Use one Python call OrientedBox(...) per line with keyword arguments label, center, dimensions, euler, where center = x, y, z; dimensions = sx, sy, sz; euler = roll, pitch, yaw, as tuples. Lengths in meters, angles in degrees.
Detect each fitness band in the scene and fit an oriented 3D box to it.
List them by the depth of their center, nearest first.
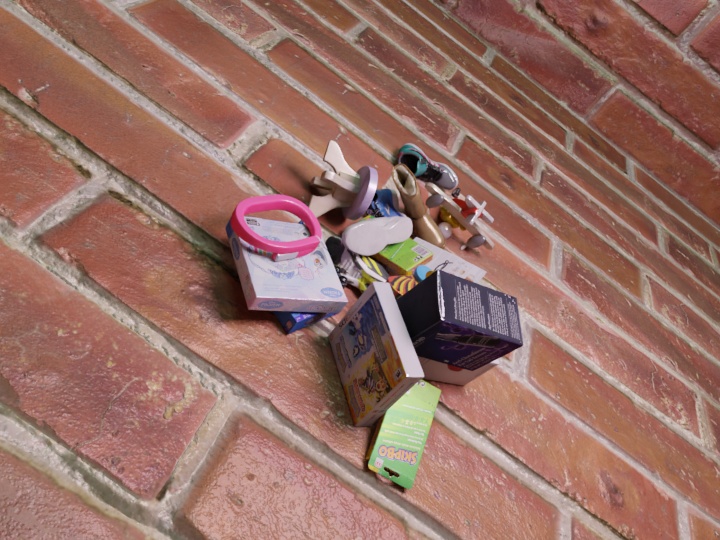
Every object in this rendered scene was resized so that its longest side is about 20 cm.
OrientedBox(label="fitness band", center=(-0.158, -0.088, 1.224), dimensions=(0.199, 0.037, 0.144), euler=(-15, 60, -49))

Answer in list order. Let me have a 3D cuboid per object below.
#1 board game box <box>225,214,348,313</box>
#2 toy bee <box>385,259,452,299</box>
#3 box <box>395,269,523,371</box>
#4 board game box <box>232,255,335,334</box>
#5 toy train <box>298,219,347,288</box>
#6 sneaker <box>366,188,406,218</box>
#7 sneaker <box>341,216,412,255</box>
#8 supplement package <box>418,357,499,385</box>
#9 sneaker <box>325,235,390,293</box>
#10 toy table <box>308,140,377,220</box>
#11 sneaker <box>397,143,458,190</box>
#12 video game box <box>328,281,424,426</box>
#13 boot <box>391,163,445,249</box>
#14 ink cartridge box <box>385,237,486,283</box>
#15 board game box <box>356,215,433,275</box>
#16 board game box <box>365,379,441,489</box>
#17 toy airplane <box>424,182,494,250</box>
OrientedBox(label="board game box", center=(-0.143, -0.011, 1.220), dimensions=(0.199, 0.043, 0.200), euler=(6, 46, -36))
OrientedBox(label="toy bee", center=(0.147, 0.041, 1.336), dimensions=(0.199, 0.131, 0.109), euler=(-25, 67, -21))
OrientedBox(label="box", center=(0.178, 0.098, 1.179), dimensions=(0.199, 0.148, 0.105), euler=(17, 55, -26))
OrientedBox(label="board game box", center=(-0.139, 0.017, 1.270), dimensions=(0.152, 0.045, 0.200), euler=(-20, 65, -49))
OrientedBox(label="toy train", center=(-0.091, -0.038, 1.361), dimensions=(0.046, 0.034, 0.201), euler=(1, 46, -45))
OrientedBox(label="sneaker", center=(0.059, -0.128, 1.574), dimensions=(0.088, 0.079, 0.201), euler=(2, 44, -24))
OrientedBox(label="sneaker", center=(0.021, -0.083, 1.398), dimensions=(0.199, 0.076, 0.088), euler=(-13, 23, -43))
OrientedBox(label="supplement package", center=(0.170, 0.154, 1.327), dimensions=(0.199, 0.121, 0.121), euler=(14, 51, -30))
OrientedBox(label="sneaker", center=(0.000, 0.000, 1.399), dimensions=(0.200, 0.075, 0.085), euler=(45, 21, 4))
OrientedBox(label="toy table", center=(-0.046, -0.197, 1.468), dimensions=(0.116, 0.200, 0.185), euler=(18, 76, -15))
OrientedBox(label="sneaker", center=(0.186, -0.287, 1.816), dimensions=(0.199, 0.084, 0.121), euler=(34, 32, 5))
OrientedBox(label="video game box", center=(0.021, 0.153, 1.159), dimensions=(0.047, 0.183, 0.201), euler=(5, 49, -32))
OrientedBox(label="boot", center=(0.142, -0.147, 1.566), dimensions=(0.176, 0.066, 0.200), euler=(55, -2, 24))
OrientedBox(label="ink cartridge box", center=(0.181, 0.005, 1.504), dimensions=(0.199, 0.050, 0.162), euler=(29, 35, 16))
OrientedBox(label="board game box", center=(0.061, -0.060, 1.456), dimensions=(0.200, 0.030, 0.095), euler=(36, 49, 29))
OrientedBox(label="board game box", center=(0.079, 0.289, 1.161), dimensions=(0.095, 0.030, 0.201), euler=(31, 55, -12))
OrientedBox(label="toy airplane", center=(0.263, -0.139, 1.692), dimensions=(0.200, 0.141, 0.199), euler=(45, 3, 28))
